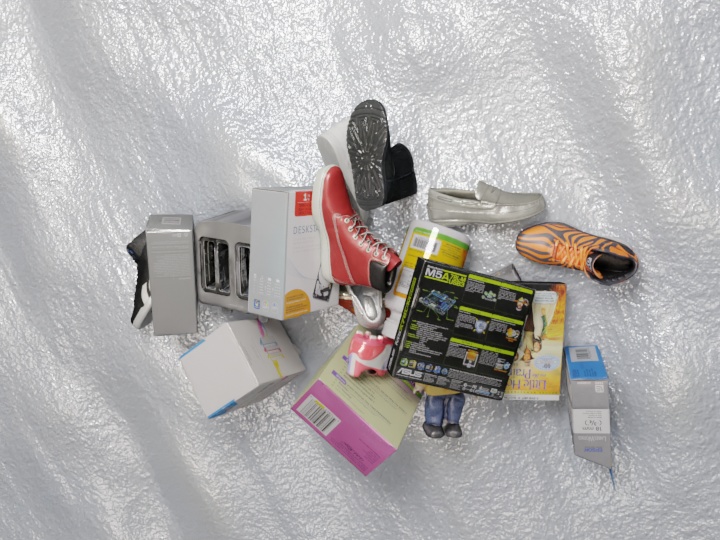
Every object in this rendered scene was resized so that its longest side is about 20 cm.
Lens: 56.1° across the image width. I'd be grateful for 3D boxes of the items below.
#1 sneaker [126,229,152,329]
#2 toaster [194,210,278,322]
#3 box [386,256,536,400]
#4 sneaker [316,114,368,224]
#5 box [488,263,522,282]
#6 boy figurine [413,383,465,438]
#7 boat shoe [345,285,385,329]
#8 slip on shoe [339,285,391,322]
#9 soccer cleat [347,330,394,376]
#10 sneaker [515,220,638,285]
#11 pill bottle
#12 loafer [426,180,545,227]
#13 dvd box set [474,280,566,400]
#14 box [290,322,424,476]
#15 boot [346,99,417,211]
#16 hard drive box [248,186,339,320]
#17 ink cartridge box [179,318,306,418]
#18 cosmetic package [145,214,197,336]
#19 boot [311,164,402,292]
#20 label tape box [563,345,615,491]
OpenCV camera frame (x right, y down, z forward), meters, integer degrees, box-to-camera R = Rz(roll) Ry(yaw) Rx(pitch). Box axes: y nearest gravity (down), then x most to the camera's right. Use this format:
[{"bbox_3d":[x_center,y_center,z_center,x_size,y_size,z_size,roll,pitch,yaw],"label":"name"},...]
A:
[{"bbox_3d":[-0.421,0.006,1.322,0.111,0.073,0.201,34,102,6],"label":"sneaker"},{"bbox_3d":[-0.191,-0.017,1.212,0.179,0.118,0.202,10,107,26],"label":"toaster"},{"bbox_3d":[0.161,0.095,1.085,0.198,0.048,0.195,13,95,-13],"label":"box"},{"bbox_3d":[0.004,-0.176,1.164,0.073,0.115,0.201,29,150,38],"label":"sneaker"},{"bbox_3d":[0.219,0.103,1.203,0.199,0.048,0.159,-27,98,18],"label":"box"},{"bbox_3d":[0.155,0.187,1.176,0.123,0.064,0.202,3,103,-6],"label":"boy figurine"},{"bbox_3d":[0.000,0.000,1.167,0.070,0.069,0.202,-20,82,-6],"label":"boat shoe"},{"bbox_3d":[-0.004,0.059,1.235,0.198,0.074,0.062,14,112,5],"label":"slip on shoe"},{"bbox_3d":[0.044,0.153,1.188,0.066,0.199,0.077,19,91,36],"label":"soccer cleat"},{"bbox_3d":[0.354,-0.030,1.101,0.198,0.112,0.078,7,106,11],"label":"sneaker"},{"bbox_3d":[0.105,0.025,1.145,0.110,0.111,0.202,18,89,8],"label":"pill bottle"},{"bbox_3d":[0.208,-0.116,1.135,0.198,0.070,0.070,-4,113,15],"label":"loafer"},{"bbox_3d":[0.269,0.118,1.142,0.145,0.029,0.202,2,98,-1],"label":"dvd box set"},{"bbox_3d":[0.003,0.222,1.200,0.176,0.200,0.097,42,123,-1],"label":"box"},{"bbox_3d":[0.044,-0.188,1.087,0.065,0.200,0.167,7,105,21],"label":"boot"},{"bbox_3d":[-0.104,-0.035,1.109,0.076,0.155,0.202,10,103,33],"label":"hard drive box"},{"bbox_3d":[-0.209,0.173,1.256,0.128,0.200,0.126,-34,78,19],"label":"ink cartridge box"},{"bbox_3d":[-0.339,0.007,1.225,0.089,0.107,0.202,0,108,-14],"label":"cosmetic package"},{"bbox_3d":[0.001,-0.065,1.059,0.143,0.072,0.202,10,119,36],"label":"boot"},{"bbox_3d":[0.388,0.248,1.151,0.063,0.144,0.202,-4,104,14],"label":"label tape box"}]
